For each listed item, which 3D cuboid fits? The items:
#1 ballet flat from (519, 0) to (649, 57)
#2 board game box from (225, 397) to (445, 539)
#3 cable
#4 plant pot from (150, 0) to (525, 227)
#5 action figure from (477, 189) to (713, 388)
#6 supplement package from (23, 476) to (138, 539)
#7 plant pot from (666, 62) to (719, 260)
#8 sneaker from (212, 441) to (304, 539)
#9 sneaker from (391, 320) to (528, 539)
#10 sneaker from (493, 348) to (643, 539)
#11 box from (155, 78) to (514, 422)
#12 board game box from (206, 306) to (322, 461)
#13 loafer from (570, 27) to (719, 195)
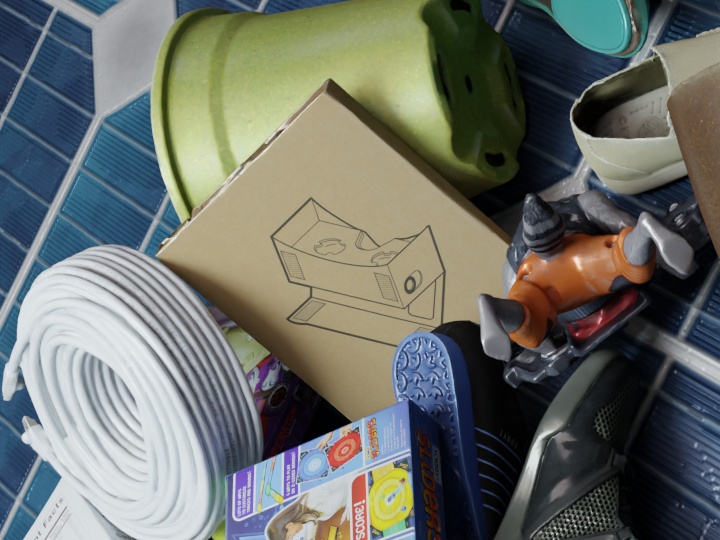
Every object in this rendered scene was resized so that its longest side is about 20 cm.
[{"bbox_3d":[0.139,-0.186,1.284,0.200,0.070,0.067,38,133,53],"label":"ballet flat"},{"bbox_3d":[-0.015,0.182,1.156,0.135,0.034,0.200,-24,45,25],"label":"board game box"},{"bbox_3d":[-0.142,0.082,1.313,0.200,0.069,0.200,46,143,21],"label":"cable"},{"bbox_3d":[-0.002,-0.096,1.324,0.184,0.200,0.201,-14,64,28],"label":"plant pot"},{"bbox_3d":[0.138,-0.020,1.163,0.200,0.105,0.193,-40,3,6],"label":"action figure"},{"bbox_3d":[-0.143,0.243,1.365,0.114,0.109,0.200,-56,44,13],"label":"supplement package"},{"bbox_3d":[0.261,-0.004,1.033,0.187,0.187,0.200,-16,77,40],"label":"plant pot"},{"bbox_3d":[-0.029,0.181,1.303,0.105,0.076,0.200,-53,44,15],"label":"sneaker"},{"bbox_3d":[0.068,0.130,1.240,0.070,0.078,0.200,2,96,43],"label":"sneaker"},{"bbox_3d":[0.140,0.144,1.157,0.114,0.076,0.200,14,66,25],"label":"sneaker"},{"bbox_3d":[0.000,0.000,1.272,0.163,0.200,0.021,-43,15,25],"label":"box"},{"bbox_3d":[-0.093,0.080,1.404,0.200,0.032,0.120,-2,60,52],"label":"board game box"},{"bbox_3d":[0.204,-0.103,1.190,0.200,0.068,0.076,-29,55,34],"label":"loafer"}]
